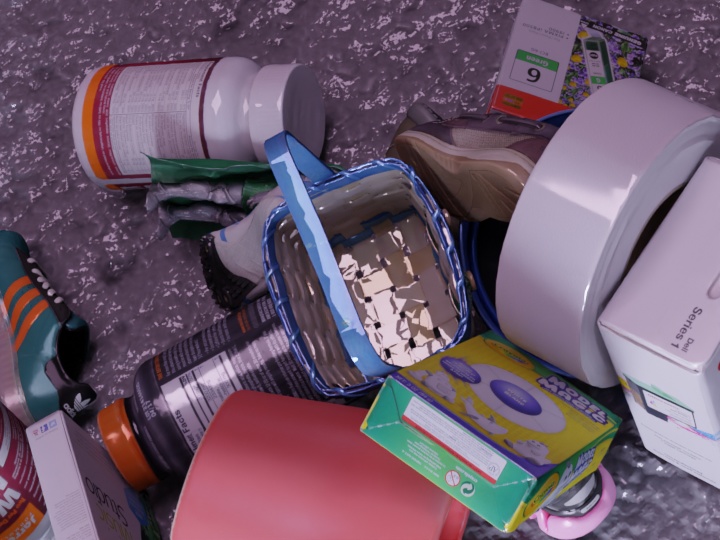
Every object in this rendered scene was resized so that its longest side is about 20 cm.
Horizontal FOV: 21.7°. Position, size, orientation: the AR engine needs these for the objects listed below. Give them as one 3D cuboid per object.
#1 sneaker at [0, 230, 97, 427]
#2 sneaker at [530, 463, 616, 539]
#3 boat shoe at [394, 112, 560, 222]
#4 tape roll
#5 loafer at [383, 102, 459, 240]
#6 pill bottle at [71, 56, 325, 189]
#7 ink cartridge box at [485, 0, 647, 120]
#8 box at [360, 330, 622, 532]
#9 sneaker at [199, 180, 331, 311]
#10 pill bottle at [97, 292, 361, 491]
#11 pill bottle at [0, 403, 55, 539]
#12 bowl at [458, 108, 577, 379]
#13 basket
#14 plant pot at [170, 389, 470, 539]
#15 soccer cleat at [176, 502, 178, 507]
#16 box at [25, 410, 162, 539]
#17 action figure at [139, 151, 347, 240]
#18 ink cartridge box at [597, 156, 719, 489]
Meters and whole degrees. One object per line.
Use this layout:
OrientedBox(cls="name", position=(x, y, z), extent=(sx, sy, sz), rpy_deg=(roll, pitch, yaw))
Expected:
OrientedBox(cls="sneaker", position=(-0.268, 0.045, 1.587), extent=(0.079, 0.071, 0.201), rpy_deg=(-20, 59, 5))
OrientedBox(cls="sneaker", position=(0.099, 0.109, 1.366), extent=(0.200, 0.095, 0.079), rpy_deg=(34, 78, 37))
OrientedBox(cls="boat shoe", position=(0.090, -0.078, 1.324), extent=(0.065, 0.072, 0.200), rpy_deg=(-38, 19, -14))
OrientedBox(cls="tape roll", position=(0.176, -0.025, 1.269), extent=(0.071, 0.203, 0.203), rpy_deg=(27, 73, 30))
OrientedBox(cls="loafer", position=(0.084, -0.049, 1.494), extent=(0.070, 0.075, 0.200), rpy_deg=(-45, 52, 10))
OrientedBox(cls="pill bottle", position=(-0.137, -0.126, 1.608), extent=(0.198, 0.110, 0.110), rpy_deg=(-1, 59, 23))
OrientedBox(cls="ink cartridge box", position=(0.153, -0.118, 1.461), extent=(0.108, 0.051, 0.201), rpy_deg=(19, 50, 0))
OrientedBox(cls="box", position=(0.094, 0.098, 1.223), extent=(0.117, 0.200, 0.049), rpy_deg=(34, 108, 17))
OrientedBox(cls="sneaker", position=(-0.072, -0.018, 1.499), extent=(0.072, 0.200, 0.072), rpy_deg=(-15, 83, -31))
OrientedBox(cls="pill bottle", position=(-0.103, 0.095, 1.455), extent=(0.199, 0.106, 0.107), rpy_deg=(-28, 52, 5))
OrientedBox(cls="pill bottle", position=(-0.296, 0.156, 1.430), extent=(0.109, 0.200, 0.110), rpy_deg=(-11, 55, 16))
OrientedBox(cls="bowl", position=(0.170, -0.019, 1.392), extent=(0.199, 0.039, 0.203), rpy_deg=(0, 83, -2))
OrientedBox(cls="basket", position=(0.000, 0.000, 1.323), extent=(0.138, 0.200, 0.177), rpy_deg=(-26, 73, 16))
OrientedBox(cls="plant pot", position=(-0.025, 0.174, 1.281), extent=(0.176, 0.201, 0.202), rpy_deg=(19, 67, 10))
OrientedBox(cls="soccer cleat", position=(-0.091, 0.249, 1.363), extent=(0.070, 0.086, 0.201), rpy_deg=(-29, 53, 4))
OrientedBox(cls="box", position=(-0.178, 0.217, 1.386), extent=(0.036, 0.144, 0.201), rpy_deg=(-28, 53, 7))
OrientedBox(cls="action figure", position=(-0.074, -0.057, 1.549), extent=(0.198, 0.118, 0.055), rpy_deg=(-3, 59, 9))
OrientedBox(cls="ink cartridge box", position=(0.246, 0.040, 1.275), extent=(0.084, 0.200, 0.145), rpy_deg=(27, 72, 30))
